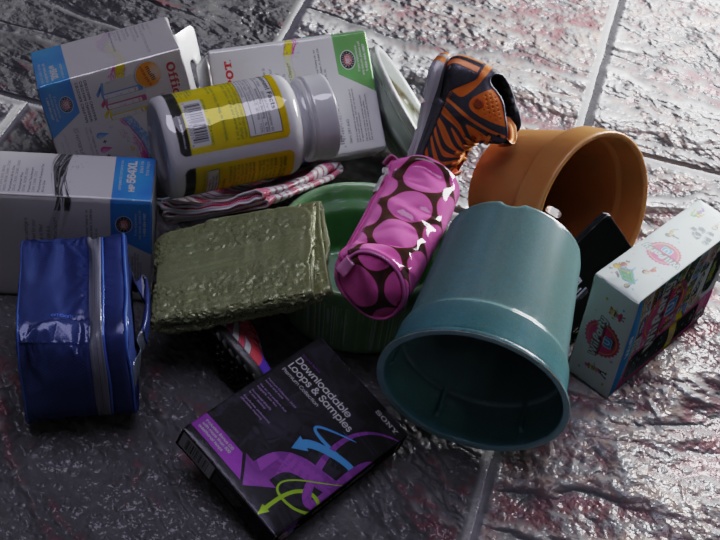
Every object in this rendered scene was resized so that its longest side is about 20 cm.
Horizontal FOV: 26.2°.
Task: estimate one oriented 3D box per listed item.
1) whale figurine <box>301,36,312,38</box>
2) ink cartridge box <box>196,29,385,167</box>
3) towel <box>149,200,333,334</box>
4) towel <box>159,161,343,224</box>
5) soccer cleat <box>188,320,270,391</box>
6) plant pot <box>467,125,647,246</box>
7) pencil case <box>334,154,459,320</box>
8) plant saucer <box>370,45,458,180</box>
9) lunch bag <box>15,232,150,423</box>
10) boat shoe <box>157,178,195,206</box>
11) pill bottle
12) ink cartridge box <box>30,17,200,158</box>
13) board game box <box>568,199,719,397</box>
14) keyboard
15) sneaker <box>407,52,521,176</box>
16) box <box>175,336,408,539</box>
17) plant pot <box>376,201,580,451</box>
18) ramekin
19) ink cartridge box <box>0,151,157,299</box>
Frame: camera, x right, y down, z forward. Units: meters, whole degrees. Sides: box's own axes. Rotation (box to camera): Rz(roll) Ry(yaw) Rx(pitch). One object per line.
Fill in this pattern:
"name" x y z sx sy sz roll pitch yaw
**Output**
"whale figurine" -0.021 -0.241 1.985 0.160 0.104 0.200 57 36 3
"ink cartridge box" -0.084 -0.196 1.838 0.198 0.146 0.084 -10 0 -17
"towel" -0.127 -0.002 1.643 0.198 0.037 0.149 -12 45 8
"towel" -0.123 -0.095 1.781 0.145 0.030 0.200 -8 10 28
"soccer cleat" -0.141 0.061 1.668 0.073 0.069 0.200 -25 47 -27
"plant pot" 0.221 -0.083 1.809 0.199 0.202 0.140 -26 35 -33
"pencil case" 0.036 -0.040 1.646 0.094 0.091 0.201 43 39 -14
"plant saucer" 0.052 -0.181 1.914 0.050 0.200 0.201 -31 43 10
"lunch bag" -0.283 0.054 1.598 0.131 0.137 0.201 -3 43 -7
"boat shoe" -0.178 -0.141 1.884 0.068 0.057 0.200 0 31 43
"pill bottle" -0.129 -0.154 1.719 0.198 0.115 0.115 -12 44 -16
"ink cartridge box" -0.280 -0.211 1.860 0.198 0.129 0.125 -17 29 -7
"board game box" 0.324 0.029 1.716 0.064 0.148 0.199 37 49 26
"keyboard" 0.236 0.032 1.755 0.200 0.104 0.040 -41 15 -22
"sneaker" 0.118 -0.141 1.766 0.111 0.202 0.078 18 25 16
"box" -0.065 0.168 1.551 0.143 0.036 0.200 46 50 13
"plant pot" 0.138 0.049 1.594 0.199 0.201 0.197 15 54 8
"ramekin" 0.000 0.000 1.735 0.198 0.098 0.201 4 41 -4
"ink cartridge box" -0.327 -0.050 1.704 0.198 0.147 0.085 4 42 -5
